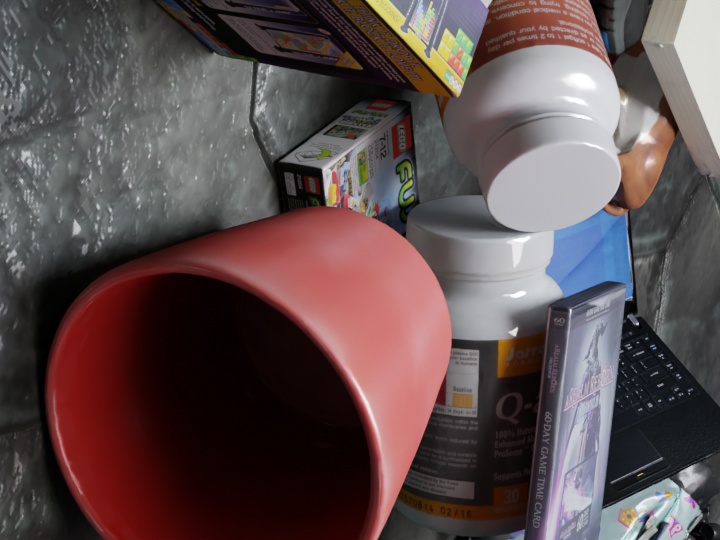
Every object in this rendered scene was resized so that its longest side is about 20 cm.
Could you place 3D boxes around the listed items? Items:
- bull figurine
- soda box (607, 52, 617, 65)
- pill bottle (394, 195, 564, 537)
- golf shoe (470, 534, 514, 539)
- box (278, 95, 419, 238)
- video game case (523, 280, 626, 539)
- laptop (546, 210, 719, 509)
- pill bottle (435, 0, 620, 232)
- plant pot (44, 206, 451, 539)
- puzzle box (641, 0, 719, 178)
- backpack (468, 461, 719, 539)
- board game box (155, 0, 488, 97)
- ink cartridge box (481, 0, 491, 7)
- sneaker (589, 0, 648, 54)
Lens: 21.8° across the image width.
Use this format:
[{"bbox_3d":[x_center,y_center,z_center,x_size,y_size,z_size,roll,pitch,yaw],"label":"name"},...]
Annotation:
[{"bbox_3d":[0.204,-0.142,1.356,0.121,0.065,0.201,32,70,-54],"label":"bull figurine"},{"bbox_3d":[0.171,-0.189,1.407,0.068,0.063,0.202,-8,108,-58],"label":"soda box"},{"bbox_3d":[0.075,0.061,1.213,0.116,0.116,0.201,-28,124,-53],"label":"pill bottle"},{"bbox_3d":[0.108,0.106,1.414,0.094,0.078,0.201,29,76,-36],"label":"golf shoe"},{"bbox_3d":[0.000,0.000,1.214,0.110,0.035,0.201,-41,133,-47],"label":"box"},{"bbox_3d":[0.137,0.114,1.208,0.143,0.019,0.202,-15,112,-68],"label":"video game case"},{"bbox_3d":[0.171,0.050,1.345,0.176,0.200,0.104,-20,148,-32],"label":"laptop"},{"bbox_3d":[0.099,-0.128,1.176,0.112,0.112,0.201,56,18,-51],"label":"pill bottle"},{"bbox_3d":[-0.045,0.058,1.026,0.177,0.199,0.202,-41,134,-58],"label":"plant pot"},{"bbox_3d":[0.249,-0.168,1.329,0.200,0.025,0.134,51,54,-57],"label":"puzzle box"},{"bbox_3d":[0.169,0.206,1.470,0.200,0.166,0.127,-52,141,-15],"label":"backpack"},{"bbox_3d":[-0.049,-0.163,0.947,0.200,0.164,0.057,38,68,-58],"label":"board game box"},{"bbox_3d":[0.027,-0.186,1.031,0.050,0.199,0.109,-57,144,-31],"label":"ink cartridge box"},{"bbox_3d":[0.184,-0.222,1.176,0.201,0.081,0.073,91,-15,-44],"label":"sneaker"}]
